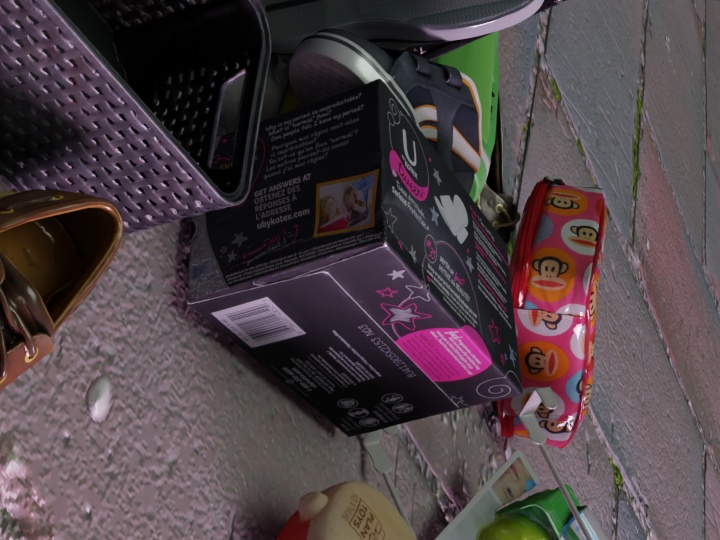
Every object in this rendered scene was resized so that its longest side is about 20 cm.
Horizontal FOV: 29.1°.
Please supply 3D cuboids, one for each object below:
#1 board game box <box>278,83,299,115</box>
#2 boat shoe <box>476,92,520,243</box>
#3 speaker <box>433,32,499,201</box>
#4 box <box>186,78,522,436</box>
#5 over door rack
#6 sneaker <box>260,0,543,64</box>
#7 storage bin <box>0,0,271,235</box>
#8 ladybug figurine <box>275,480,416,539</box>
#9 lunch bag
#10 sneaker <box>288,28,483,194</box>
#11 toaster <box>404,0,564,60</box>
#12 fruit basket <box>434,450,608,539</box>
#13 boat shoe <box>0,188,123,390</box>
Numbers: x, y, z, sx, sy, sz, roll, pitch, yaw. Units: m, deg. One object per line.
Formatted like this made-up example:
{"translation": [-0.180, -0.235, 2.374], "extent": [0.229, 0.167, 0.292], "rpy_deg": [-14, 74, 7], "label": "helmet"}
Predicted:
{"translation": [0.008, -0.044, 0.976], "extent": [0.201, 0.047, 0.102], "rpy_deg": [60, 31, -34], "label": "board game box"}
{"translation": [0.100, -0.058, 1.169], "extent": [0.072, 0.059, 0.203], "rpy_deg": [23, 58, -62], "label": "boat shoe"}
{"translation": [0.065, -0.142, 1.104], "extent": [0.089, 0.088, 0.202], "rpy_deg": [53, 34, -42], "label": "speaker"}
{"translation": [0.000, 0.000, 0.836], "extent": [0.200, 0.131, 0.116], "rpy_deg": [46, 35, -49], "label": "box"}
{"translation": [0.092, 0.188, 0.938], "extent": [0.146, 0.067, 0.202], "rpy_deg": [-6, 65, -29], "label": "over door rack"}
{"translation": [0.025, -0.174, 0.898], "extent": [0.071, 0.197, 0.074], "rpy_deg": [24, 64, -71], "label": "sneaker"}
{"translation": [-0.134, -0.122, 0.650], "extent": [0.200, 0.093, 0.136], "rpy_deg": [51, 35, -46], "label": "storage bin"}
{"translation": [-0.001, 0.212, 0.803], "extent": [0.202, 0.071, 0.136], "rpy_deg": [69, 25, -18], "label": "ladybug figurine"}
{"translation": [0.166, 0.028, 1.176], "extent": [0.177, 0.081, 0.202], "rpy_deg": [-67, 163, -51], "label": "lunch bag"}
{"translation": [0.021, -0.106, 0.870], "extent": [0.080, 0.078, 0.200], "rpy_deg": [-65, 150, -16], "label": "sneaker"}
{"translation": [0.030, -0.236, 0.967], "extent": [0.180, 0.198, 0.120], "rpy_deg": [35, 45, -46], "label": "toaster"}
{"translation": [0.121, 0.252, 1.006], "extent": [0.186, 0.093, 0.200], "rpy_deg": [60, 34, -3], "label": "fruit basket"}
{"translation": [-0.160, 0.016, 0.554], "extent": [0.073, 0.067, 0.200], "rpy_deg": [68, 26, -19], "label": "boat shoe"}
